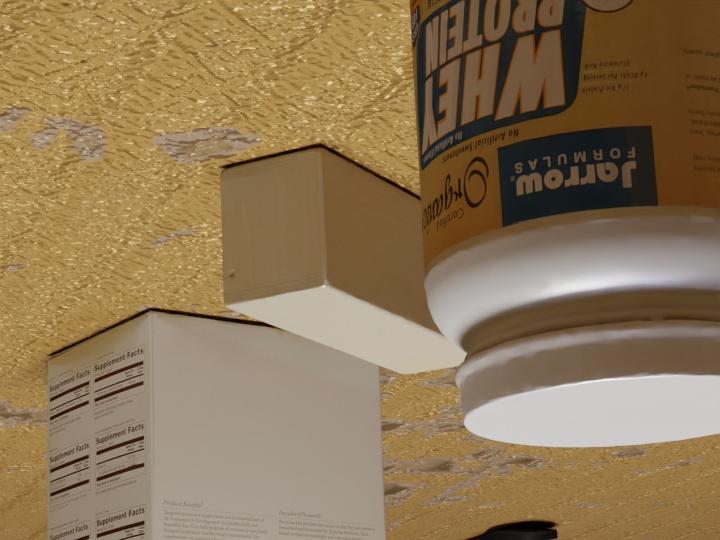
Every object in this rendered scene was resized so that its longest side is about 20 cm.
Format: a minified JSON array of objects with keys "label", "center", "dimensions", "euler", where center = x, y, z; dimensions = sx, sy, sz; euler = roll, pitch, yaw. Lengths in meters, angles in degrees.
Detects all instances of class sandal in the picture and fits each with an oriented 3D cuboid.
[{"label":"sandal","center":[0.159,0.316,2.351],"dimensions":[0.075,0.045,0.200],"euler":[4,163,-23]}]

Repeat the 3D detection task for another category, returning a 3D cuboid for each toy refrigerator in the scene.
[{"label":"toy refrigerator","center":[0.000,0.000,1.163],"dimensions":[0.070,0.076,0.200],"euler":[-11,163,27]}]

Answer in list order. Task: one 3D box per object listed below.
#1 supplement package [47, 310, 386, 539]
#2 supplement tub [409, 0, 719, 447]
[{"label":"supplement package","center":[-0.099,0.150,1.444],"dimensions":[0.190,0.201,0.147],"euler":[10,161,-35]},{"label":"supplement tub","center":[0.093,-0.044,0.795],"dimensions":[0.144,0.201,0.145],"euler":[-3,164,-1]}]
